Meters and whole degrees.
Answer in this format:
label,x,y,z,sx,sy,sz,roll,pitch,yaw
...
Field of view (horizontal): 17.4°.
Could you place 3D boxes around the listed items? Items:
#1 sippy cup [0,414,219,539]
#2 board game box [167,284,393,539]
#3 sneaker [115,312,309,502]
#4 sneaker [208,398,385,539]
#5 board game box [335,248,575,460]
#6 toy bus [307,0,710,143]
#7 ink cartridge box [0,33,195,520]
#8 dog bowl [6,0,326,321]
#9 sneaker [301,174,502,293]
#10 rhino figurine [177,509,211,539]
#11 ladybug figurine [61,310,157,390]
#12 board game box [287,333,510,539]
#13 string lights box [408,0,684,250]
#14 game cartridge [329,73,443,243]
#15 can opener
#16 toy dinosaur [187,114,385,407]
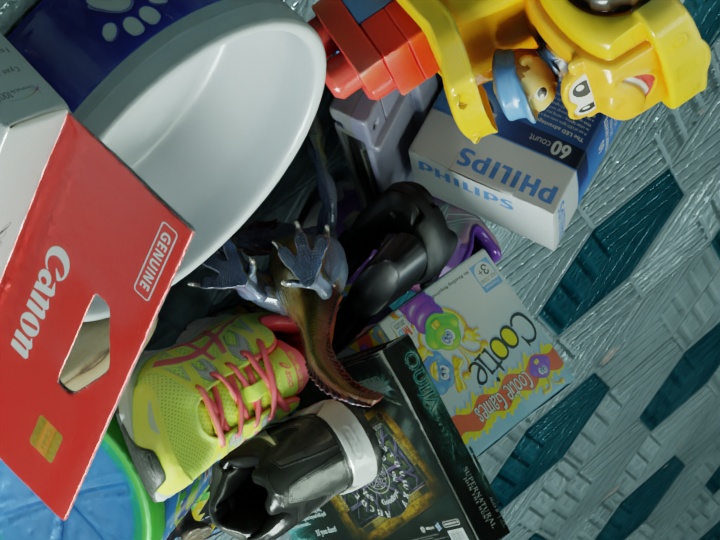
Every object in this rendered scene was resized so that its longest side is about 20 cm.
label,x,y,z,sx,sy,sz,roll,pitch,yaw
sippy cup,-0.153,0.117,1.448,0.178,0.140,0.130,-46,175,34
board game box,-0.080,0.104,1.662,0.165,0.057,0.201,-18,145,-52
sneaker,-0.078,0.067,1.382,0.090,0.079,0.200,-13,-162,21
sneaker,-0.062,0.129,1.436,0.090,0.067,0.200,-28,179,-25
board game box,0.029,0.085,1.525,0.105,0.103,0.200,-34,177,-35
toy bus,0.070,-0.143,1.309,0.191,0.200,0.136,-37,157,-3
ink cartridge box,-0.178,0.000,1.090,0.045,0.176,0.201,-23,150,-46
dog bowl,-0.115,-0.073,1.222,0.200,0.079,0.201,-40,159,-19
sneaker,0.030,-0.016,1.609,0.199,0.089,0.081,-11,143,-53
rhino figurine,-0.141,0.149,1.565,0.059,0.088,0.201,-6,142,-39
ladybug figurine,-0.193,0.055,1.288,0.136,0.072,0.200,-35,-179,44
board game box,0.000,0.121,1.467,0.028,0.136,0.200,-29,-176,-34
string lights box,0.120,-0.126,1.478,0.201,0.102,0.059,-61,165,-17
game cartridge,0.034,-0.106,1.473,0.130,0.038,0.200,-58,162,-14
can opener,0.000,0.000,1.481,0.078,0.064,0.200,-31,176,-27
toy dinosaur,-0.048,0.006,1.416,0.104,0.202,0.181,-20,170,8
